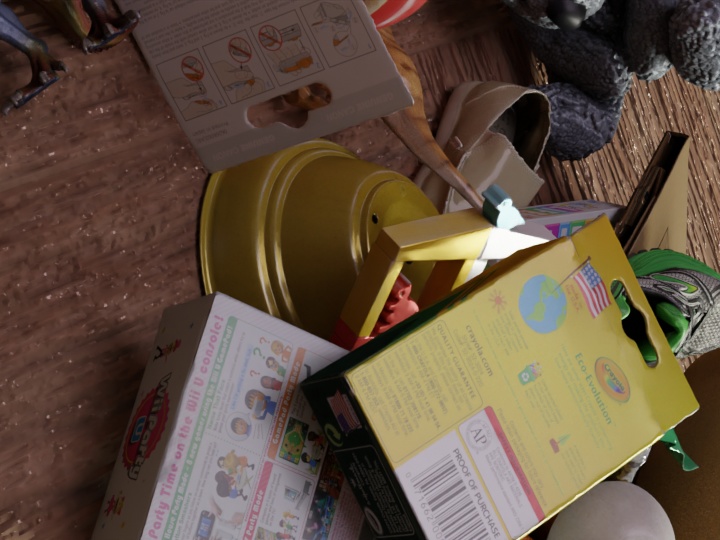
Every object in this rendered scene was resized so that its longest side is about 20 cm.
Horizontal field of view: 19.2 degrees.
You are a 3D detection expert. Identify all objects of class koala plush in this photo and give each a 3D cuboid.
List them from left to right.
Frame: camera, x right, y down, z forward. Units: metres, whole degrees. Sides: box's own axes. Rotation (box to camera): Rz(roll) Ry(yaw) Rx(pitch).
[{"bbox_3d":[0.144,-0.213,1.495,0.200,0.177,0.185,30,42,-44],"label":"koala plush"}]

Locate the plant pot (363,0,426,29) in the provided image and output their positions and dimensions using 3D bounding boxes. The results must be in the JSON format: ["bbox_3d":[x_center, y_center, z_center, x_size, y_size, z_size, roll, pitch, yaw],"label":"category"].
[{"bbox_3d":[-0.005,-0.253,1.272,0.201,0.200,0.183,49,48,-30],"label":"plant pot"}]

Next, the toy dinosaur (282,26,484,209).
[{"bbox_3d":[0.016,-0.109,1.306,0.106,0.061,0.201,-3,51,-28],"label":"toy dinosaur"}]

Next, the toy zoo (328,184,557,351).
[{"bbox_3d":[0.038,0.036,1.217,0.131,0.201,0.020,-3,37,-42],"label":"toy zoo"}]

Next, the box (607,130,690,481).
[{"bbox_3d":[0.204,0.026,1.513,0.164,0.021,0.201,-56,149,-47],"label":"box"}]

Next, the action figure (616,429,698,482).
[{"bbox_3d":[0.151,0.091,1.299,0.118,0.055,0.200,37,3,12],"label":"action figure"}]

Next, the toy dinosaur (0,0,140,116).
[{"bbox_3d":[-0.208,-0.175,1.098,0.182,0.105,0.200,54,0,-6],"label":"toy dinosaur"}]

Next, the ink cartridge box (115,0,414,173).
[{"bbox_3d":[-0.063,-0.168,1.183,0.201,0.162,0.050,62,39,-16],"label":"ink cartridge box"}]

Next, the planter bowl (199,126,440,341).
[{"bbox_3d":[0.000,0.000,1.269,0.200,0.083,0.201,25,58,-47],"label":"planter bowl"}]

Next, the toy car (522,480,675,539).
[{"bbox_3d":[0.112,0.210,1.295,0.150,0.175,0.201,-29,107,-18],"label":"toy car"}]

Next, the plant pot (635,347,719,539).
[{"bbox_3d":[0.262,0.179,1.483,0.200,0.186,0.187,-44,112,-45],"label":"plant pot"}]

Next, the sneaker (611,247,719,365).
[{"bbox_3d":[0.186,0.035,1.366,0.199,0.085,0.078,1,113,-46],"label":"sneaker"}]

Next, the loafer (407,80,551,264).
[{"bbox_3d":[0.081,-0.056,1.415,0.076,0.068,0.201,44,44,-35],"label":"loafer"}]

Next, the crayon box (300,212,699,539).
[{"bbox_3d":[0.078,0.069,1.134,0.200,0.051,0.127,-29,97,-32],"label":"crayon box"}]

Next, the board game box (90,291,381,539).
[{"bbox_3d":[-0.028,0.119,1.126,0.199,0.064,0.148,27,68,-26],"label":"board game box"}]

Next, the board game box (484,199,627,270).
[{"bbox_3d":[0.115,0.026,1.402,0.200,0.034,0.135,-9,108,-59],"label":"board game box"}]
